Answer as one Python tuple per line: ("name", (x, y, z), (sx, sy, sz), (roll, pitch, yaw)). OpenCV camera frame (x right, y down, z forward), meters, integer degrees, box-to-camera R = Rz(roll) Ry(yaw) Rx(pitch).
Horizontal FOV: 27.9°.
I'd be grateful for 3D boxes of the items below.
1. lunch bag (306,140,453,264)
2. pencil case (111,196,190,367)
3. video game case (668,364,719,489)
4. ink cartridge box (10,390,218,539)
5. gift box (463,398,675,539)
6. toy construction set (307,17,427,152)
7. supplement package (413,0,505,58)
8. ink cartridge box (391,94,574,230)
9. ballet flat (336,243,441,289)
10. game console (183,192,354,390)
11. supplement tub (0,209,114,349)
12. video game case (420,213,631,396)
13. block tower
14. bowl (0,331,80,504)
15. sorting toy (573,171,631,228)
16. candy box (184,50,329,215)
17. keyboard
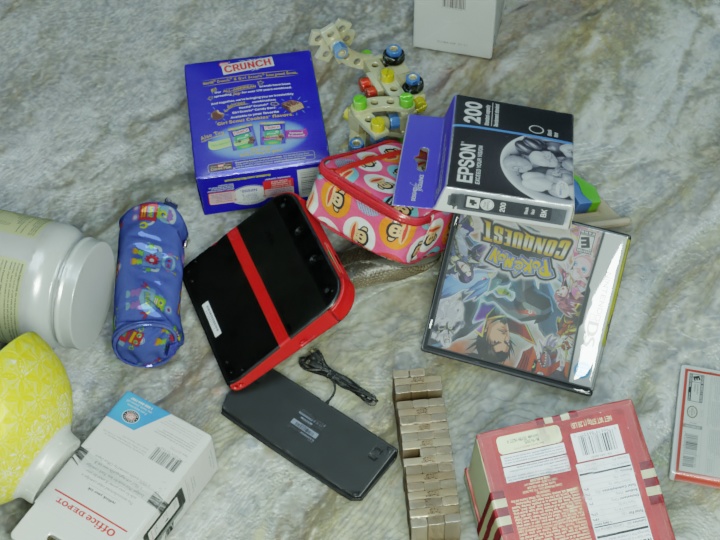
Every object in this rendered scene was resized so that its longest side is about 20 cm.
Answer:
("lunch bag", (0.033, -0.088, 1.693), (0.175, 0.083, 0.199), (30, 27, 24))
("pencil case", (-0.239, 0.013, 1.662), (0.086, 0.078, 0.202), (7, 50, -12))
("video game case", (0.436, 0.179, 1.555), (0.198, 0.018, 0.144), (10, 52, 9))
("ink cartridge box", (-0.250, 0.236, 1.488), (0.115, 0.068, 0.200), (25, 55, 21))
("gift box", (0.203, 0.227, 1.409), (0.182, 0.187, 0.202), (-7, 66, -3))
("toy construction set", (0.011, -0.233, 1.853), (0.130, 0.092, 0.201), (-17, 64, -14))
("supplement package", (0.145, -0.403, 1.968), (0.112, 0.110, 0.201), (10, 52, 8))
("ink cartridge box", (0.143, -0.128, 1.639), (0.198, 0.044, 0.199), (7, 37, 2))
("ballet flat", (0.000, 0.000, 1.695), (0.198, 0.047, 0.068), (-13, 42, -16))
("game console", (-0.106, 0.018, 1.641), (0.176, 0.031, 0.201), (-38, 48, 9))
("supplement tub", (-0.391, 0.008, 1.625), (0.198, 0.146, 0.146), (12, 52, 11))
("video game case", (0.183, 0.026, 1.609), (0.198, 0.025, 0.183), (14, 92, 12))
("block tower", (0.069, 0.199, 1.521), (0.053, 0.058, 0.202), (-5, 52, -2))
("bowl", (-0.352, 0.174, 1.478), (0.107, 0.201, 0.201), (35, 57, 3))
("sorting toy", (0.208, -0.110, 1.730), (0.184, 0.037, 0.200), (-8, 43, -44))
("candy box", (-0.128, -0.176, 1.812), (0.167, 0.077, 0.202), (-7, 52, -3))
("keyboard", (-0.045, 0.158, 1.580), (0.199, 0.021, 0.127), (31, 64, 22))
